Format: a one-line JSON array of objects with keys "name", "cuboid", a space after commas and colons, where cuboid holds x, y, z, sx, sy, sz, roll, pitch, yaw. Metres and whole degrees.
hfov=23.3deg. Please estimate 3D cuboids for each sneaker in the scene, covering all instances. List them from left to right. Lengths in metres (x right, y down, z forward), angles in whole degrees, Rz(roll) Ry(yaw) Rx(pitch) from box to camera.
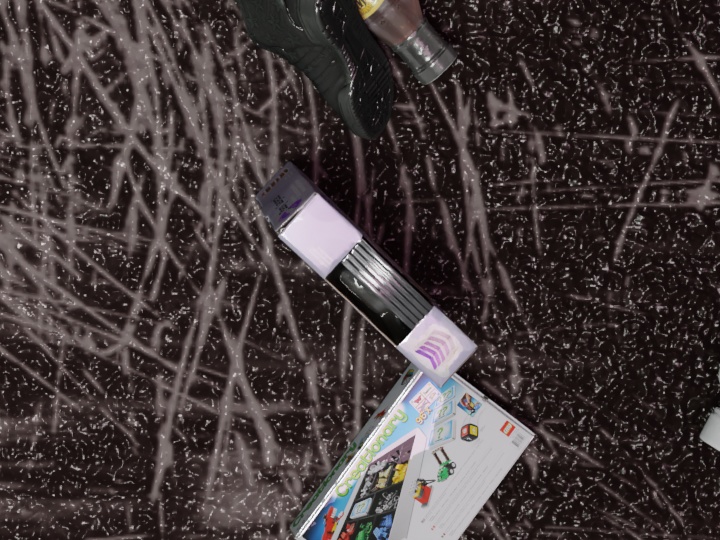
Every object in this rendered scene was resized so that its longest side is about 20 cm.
[{"name": "sneaker", "cuboid": [-0.045, -0.196, 1.448, 0.060, 0.104, 0.201, -54, 142, -24]}]

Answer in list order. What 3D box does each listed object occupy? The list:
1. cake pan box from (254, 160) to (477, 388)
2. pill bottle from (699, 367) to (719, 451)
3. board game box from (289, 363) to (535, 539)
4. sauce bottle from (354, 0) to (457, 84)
[{"name": "cake pan box", "cuboid": [0.000, 0.000, 1.421, 0.184, 0.200, 0.052, 42, 92, -12]}, {"name": "pill bottle", "cuboid": [0.389, 0.084, 1.555, 0.119, 0.120, 0.201, 28, 93, -14]}, {"name": "board game box", "cuboid": [0.046, 0.187, 1.546, 0.126, 0.035, 0.201, 37, 91, -16]}, {"name": "sauce bottle", "cuboid": [0.003, -0.241, 1.449, 0.066, 0.066, 0.200, -45, 103, -1]}]
